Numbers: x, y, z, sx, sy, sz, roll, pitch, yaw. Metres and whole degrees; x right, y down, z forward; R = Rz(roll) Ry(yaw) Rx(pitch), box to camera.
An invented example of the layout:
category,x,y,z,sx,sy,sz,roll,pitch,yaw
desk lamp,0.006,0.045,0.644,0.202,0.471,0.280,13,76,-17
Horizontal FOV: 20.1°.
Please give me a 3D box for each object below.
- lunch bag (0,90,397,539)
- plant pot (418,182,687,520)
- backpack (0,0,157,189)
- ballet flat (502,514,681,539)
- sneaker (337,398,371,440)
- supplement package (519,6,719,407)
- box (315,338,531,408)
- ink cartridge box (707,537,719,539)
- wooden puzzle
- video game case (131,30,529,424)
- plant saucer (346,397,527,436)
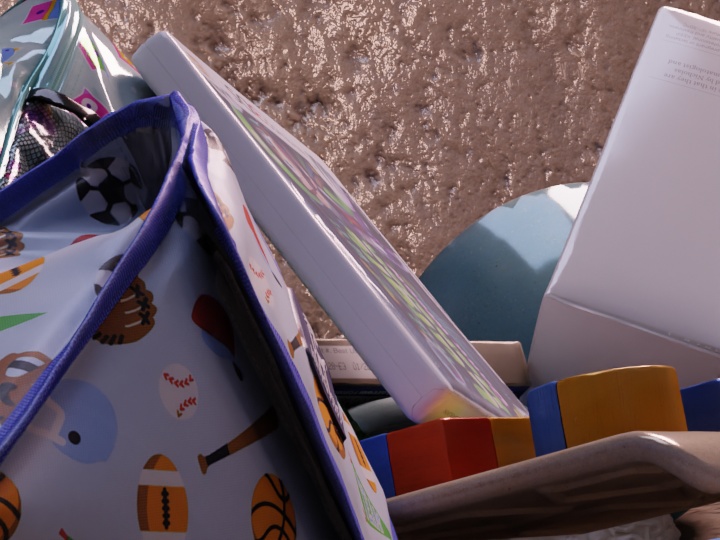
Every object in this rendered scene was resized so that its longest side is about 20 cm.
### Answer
category,x,y,z,sx,sy,sz,roll,pitch,yaw
lunch bag,-0.066,0.066,0.588,0.123,0.170,0.200,-7,32,31
plant pot,0.132,0.071,1.136,0.199,0.201,0.135,-10,36,-20
backpack,-0.164,-0.023,0.820,0.176,0.153,0.200,-33,21,32
ballet flat,0.055,0.132,0.975,0.199,0.072,0.072,-11,1,-13
sneaker,-0.047,0.071,0.800,0.074,0.084,0.200,-44,-32,5
supplement package,0.168,-0.012,1.026,0.117,0.200,0.117,19,-35,9
box,-0.010,0.097,1.032,0.121,0.033,0.200,2,-35,-25
ink cartridge box,0.170,0.105,0.513,0.199,0.084,0.145,-10,0,-4
wooden puzzle,0.087,0.068,0.740,0.200,0.047,0.185,-15,-13,41
video game case,0.000,0.000,0.861,0.023,0.200,0.182,-41,-24,6
plant saucer,0.011,0.110,1.003,0.199,0.028,0.200,-12,-29,-6
